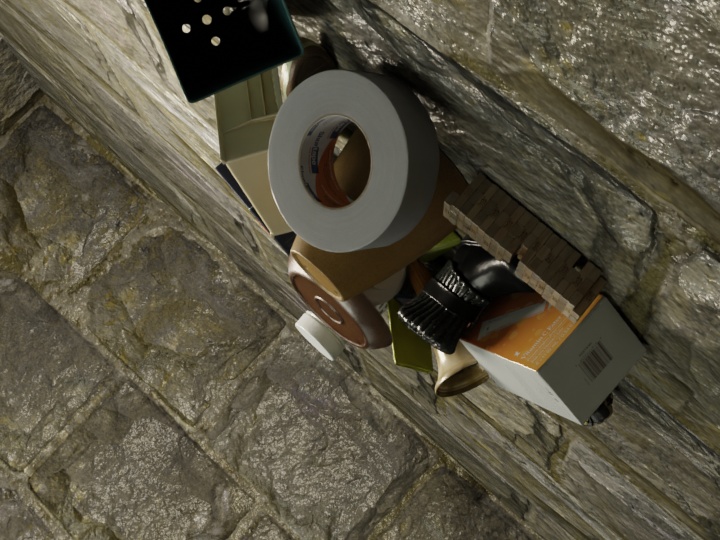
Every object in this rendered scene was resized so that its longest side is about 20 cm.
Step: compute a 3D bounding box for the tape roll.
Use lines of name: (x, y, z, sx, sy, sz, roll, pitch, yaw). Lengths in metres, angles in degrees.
tape roll: (-0.010, -0.123, 1.185, 0.200, 0.202, 0.066, 37, -154, 28)

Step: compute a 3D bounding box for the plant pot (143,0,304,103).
plant pot: (-0.169, -0.292, 1.215, 0.200, 0.140, 0.142, -134, 21, -72)

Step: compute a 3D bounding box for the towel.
towel: (0.069, 0.059, 1.642, 0.086, 0.202, 0.018, 17, 147, -40)

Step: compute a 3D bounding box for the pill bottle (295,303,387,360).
pill bottle: (-0.016, 0.055, 1.864, 0.113, 0.200, 0.113, 41, 169, 9)

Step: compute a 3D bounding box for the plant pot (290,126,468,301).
plant pot: (0.012, -0.064, 1.318, 0.186, 0.200, 0.187, 40, 168, 10)

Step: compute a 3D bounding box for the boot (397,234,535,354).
boot: (0.143, 0.033, 1.315, 0.079, 0.158, 0.211, 46, 169, -15)

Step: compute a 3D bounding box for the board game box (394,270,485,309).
board game box: (0.156, 0.071, 1.584, 0.199, 0.062, 0.200, 17, 152, 47)

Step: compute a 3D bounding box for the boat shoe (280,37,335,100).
boat shoe: (-0.076, -0.244, 1.324, 0.076, 0.071, 0.200, 56, 172, 16)

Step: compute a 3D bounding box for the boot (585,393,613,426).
boot: (0.297, 0.149, 1.423, 0.151, 0.073, 0.200, 50, 171, -26)

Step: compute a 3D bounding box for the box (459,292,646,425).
box: (0.232, 0.091, 1.300, 0.098, 0.124, 0.200, 48, 169, -21)

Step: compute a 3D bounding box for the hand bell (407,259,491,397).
hand bell: (0.112, 0.064, 1.468, 0.104, 0.103, 0.201, 67, 179, -65)

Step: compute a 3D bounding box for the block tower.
block tower: (0.187, -0.029, 1.202, 0.200, 0.058, 0.054, 39, 169, 12)

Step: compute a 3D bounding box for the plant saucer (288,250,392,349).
plant saucer: (-0.037, 0.049, 1.520, 0.200, 0.032, 0.200, 40, 164, 14)

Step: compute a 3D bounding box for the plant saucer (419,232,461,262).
plant saucer: (0.042, -0.082, 1.545, 0.200, 0.048, 0.200, 44, 169, -1)

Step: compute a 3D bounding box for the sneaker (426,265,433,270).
sneaker: (0.132, 0.097, 1.715, 0.199, 0.115, 0.081, 43, 170, 2)

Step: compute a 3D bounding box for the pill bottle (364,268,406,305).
pill bottle: (0.000, 0.000, 1.560, 0.111, 0.111, 0.200, 45, 164, -9)

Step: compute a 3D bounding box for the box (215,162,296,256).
box: (-0.136, -0.116, 1.828, 0.182, 0.104, 0.200, 50, 178, -35)

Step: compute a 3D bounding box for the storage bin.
storage bin: (-0.119, -0.181, 1.425, 0.200, 0.093, 0.200, 60, -162, -57)
